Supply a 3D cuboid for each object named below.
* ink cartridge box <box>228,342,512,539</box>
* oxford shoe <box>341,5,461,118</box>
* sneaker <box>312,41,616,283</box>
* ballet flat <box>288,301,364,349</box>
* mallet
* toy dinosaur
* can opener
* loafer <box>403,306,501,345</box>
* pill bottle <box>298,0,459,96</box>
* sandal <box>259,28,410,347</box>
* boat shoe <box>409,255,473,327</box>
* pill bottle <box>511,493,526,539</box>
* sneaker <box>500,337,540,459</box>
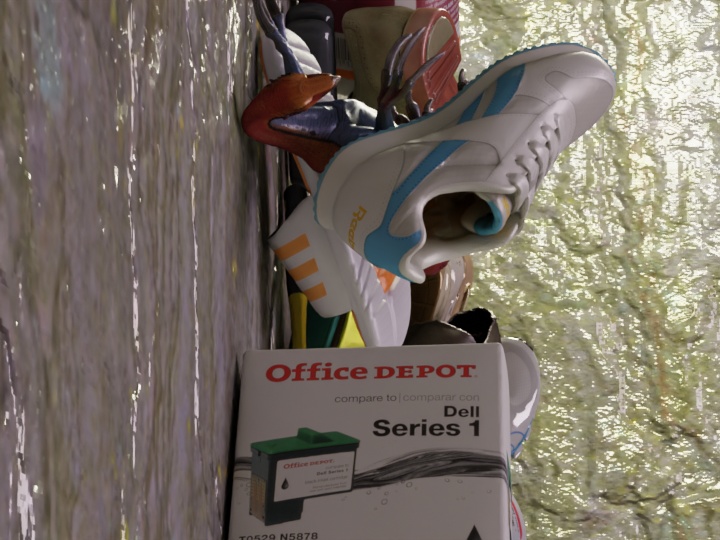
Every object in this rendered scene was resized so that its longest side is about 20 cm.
[{"bbox_3d":[0.006,0.138,1.271,0.085,0.145,0.201,83,6,-49],"label":"ink cartridge box"},{"bbox_3d":[0.030,-0.101,1.666,0.201,0.073,0.071,83,29,-42],"label":"oxford shoe"},{"bbox_3d":[0.073,-0.057,1.375,0.081,0.199,0.077,41,-30,33],"label":"sneaker"},{"bbox_3d":[0.000,0.000,1.569,0.067,0.067,0.201,-10,-110,63],"label":"ballet flat"},{"bbox_3d":[-0.038,0.018,1.503,0.066,0.041,0.201,90,-3,-54],"label":"mallet"},{"bbox_3d":[0.004,-0.072,1.388,0.181,0.105,0.201,-24,107,-48],"label":"toy dinosaur"},{"bbox_3d":[-0.013,-0.078,1.632,0.053,0.066,0.201,-86,175,-61],"label":"can opener"},{"bbox_3d":[0.037,0.066,1.598,0.200,0.073,0.072,-29,129,-65],"label":"loafer"},{"bbox_3d":[0.011,-0.230,1.682,0.114,0.113,0.201,-84,173,-61],"label":"pill bottle"},{"bbox_3d":[-0.029,-0.042,1.469,0.208,0.059,0.079,69,24,-7],"label":"sandal"},{"bbox_3d":[0.027,0.068,1.719,0.069,0.074,0.201,-9,132,-51],"label":"boat shoe"},{"bbox_3d":[0.021,0.171,1.528,0.200,0.108,0.110,11,78,-66],"label":"pill bottle"},{"bbox_3d":[0.071,0.115,1.715,0.200,0.075,0.087,-53,170,-31],"label":"sneaker"}]
